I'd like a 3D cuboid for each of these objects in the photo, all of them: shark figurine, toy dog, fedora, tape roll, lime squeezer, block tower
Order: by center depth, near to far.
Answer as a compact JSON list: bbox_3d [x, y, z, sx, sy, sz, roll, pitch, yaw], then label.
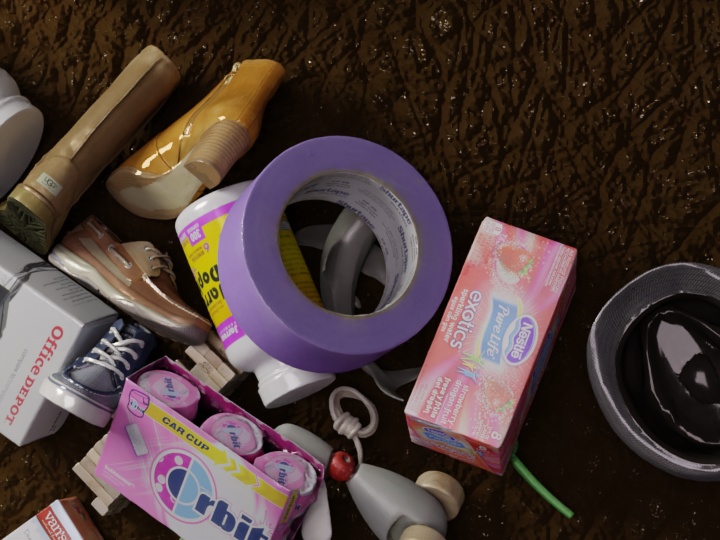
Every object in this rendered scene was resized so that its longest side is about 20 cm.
[{"bbox_3d":[-0.023,-0.014,1.650,0.198,0.085,0.202,6,73,-20],"label":"tape roll"},{"bbox_3d":[0.301,0.090,1.654,0.177,0.090,0.200,-44,86,8],"label":"fedora"},{"bbox_3d":[0.003,0.217,1.711,0.200,0.132,0.097,42,134,15],"label":"toy dog"},{"bbox_3d":[0.141,0.142,1.720,0.070,0.038,0.202,-12,82,-20],"label":"lime squeezer"},{"bbox_3d":[-0.012,0.019,1.728,0.127,0.089,0.216,-5,84,13],"label":"shark figurine"},{"bbox_3d":[-0.193,0.147,1.774,0.058,0.054,0.200,43,95,12],"label":"block tower"}]

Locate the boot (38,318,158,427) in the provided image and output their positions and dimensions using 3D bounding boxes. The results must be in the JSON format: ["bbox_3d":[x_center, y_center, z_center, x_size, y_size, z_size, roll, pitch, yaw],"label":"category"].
[{"bbox_3d":[-0.241,0.089,1.714,0.072,0.200,0.091,29,90,1],"label":"boot"}]

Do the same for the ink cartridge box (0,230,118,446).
[{"bbox_3d":[-0.359,0.053,1.788,0.199,0.084,0.146,33,105,11],"label":"ink cartridge box"}]

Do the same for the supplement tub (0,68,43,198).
[{"bbox_3d":[-0.426,-0.162,1.796,0.199,0.145,0.146,35,94,12],"label":"supplement tub"}]

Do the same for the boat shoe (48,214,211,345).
[{"bbox_3d":[-0.216,0.005,1.762,0.199,0.076,0.072,30,82,28],"label":"boat shoe"}]

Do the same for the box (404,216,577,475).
[{"bbox_3d":[0.121,0.069,1.662,0.094,0.103,0.201,19,72,13],"label":"box"}]

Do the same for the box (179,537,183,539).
[{"bbox_3d":[-0.110,0.331,1.724,0.199,0.036,0.145,30,94,30],"label":"box"}]

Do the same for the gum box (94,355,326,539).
[{"bbox_3d":[-0.135,0.184,1.668,0.199,0.066,0.114,33,120,17],"label":"gum box"}]

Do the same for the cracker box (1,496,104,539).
[{"bbox_3d":[-0.327,0.332,1.788,0.199,0.058,0.134,-36,80,9],"label":"cracker box"}]

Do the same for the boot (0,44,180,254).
[{"bbox_3d":[-0.263,-0.114,1.786,0.066,0.175,0.200,42,72,-10],"label":"boot"}]

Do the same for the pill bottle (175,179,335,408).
[{"bbox_3d":[-0.094,0.024,1.731,0.104,0.104,0.201,-25,79,9],"label":"pill bottle"}]

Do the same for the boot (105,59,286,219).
[{"bbox_3d":[-0.154,-0.130,1.773,0.071,0.201,0.145,45,57,-23],"label":"boot"}]
